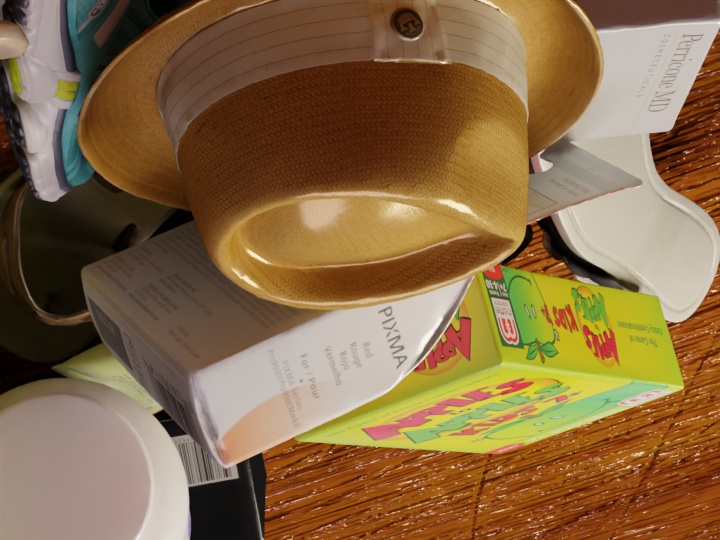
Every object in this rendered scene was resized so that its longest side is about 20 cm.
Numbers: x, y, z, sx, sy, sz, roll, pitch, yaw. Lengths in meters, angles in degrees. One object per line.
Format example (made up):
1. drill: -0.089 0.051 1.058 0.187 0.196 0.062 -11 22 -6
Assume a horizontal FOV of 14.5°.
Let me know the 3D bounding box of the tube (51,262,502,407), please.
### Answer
1. tube: -0.035 0.020 1.271 0.199 0.052 0.058 -21 114 16

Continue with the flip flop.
1. flip flop: -0.125 -0.012 1.242 0.081 0.058 0.200 28 143 -14

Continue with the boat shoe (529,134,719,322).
1. boat shoe: 0.106 -0.039 1.310 0.060 0.074 0.200 21 170 34

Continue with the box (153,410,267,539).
1. box: -0.152 0.107 1.462 0.199 0.079 0.141 -10 -168 1

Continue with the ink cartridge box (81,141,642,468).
1. ink cartridge box: 0.000 0.000 1.162 0.199 0.050 0.162 -21 -159 -15

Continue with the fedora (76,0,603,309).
1. fedora: -0.002 -0.040 1.040 0.200 0.082 0.201 -9 154 -4

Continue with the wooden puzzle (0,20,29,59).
1. wooden puzzle: -0.228 -0.020 1.016 0.200 0.046 0.185 -40 -157 -30

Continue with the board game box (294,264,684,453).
1. board game box: 0.055 0.041 1.247 0.101 0.048 0.200 -21 166 25

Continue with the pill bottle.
1. pill bottle: -0.132 0.109 1.279 0.112 0.113 0.200 -8 169 -4

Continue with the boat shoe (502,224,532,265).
1. boat shoe: 0.002 0.006 1.346 0.200 0.075 0.062 -32 107 38

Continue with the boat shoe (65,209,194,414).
1. boat shoe: -0.089 0.005 1.334 0.065 0.073 0.200 13 139 -36

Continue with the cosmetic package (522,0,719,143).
1. cosmetic package: 0.034 -0.096 1.121 0.199 0.074 0.102 -5 157 -9

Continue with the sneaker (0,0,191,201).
1. sneaker: -0.101 -0.088 1.084 0.079 0.078 0.200 -13 160 -14
